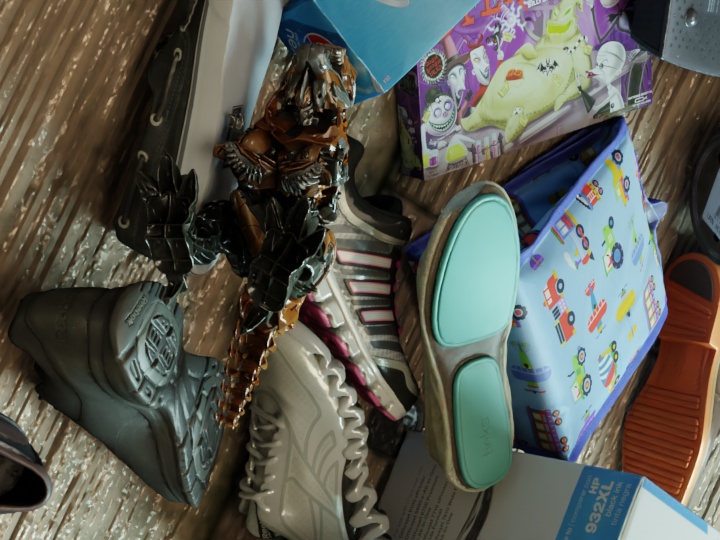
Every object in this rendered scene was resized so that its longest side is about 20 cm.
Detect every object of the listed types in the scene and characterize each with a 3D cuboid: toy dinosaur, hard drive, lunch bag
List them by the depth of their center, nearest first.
[{"bbox_3d":[-0.042,-0.018,1.021,0.136,0.101,0.202,-12,96,-71],"label":"toy dinosaur"},{"bbox_3d":[0.141,0.004,1.262,0.200,0.094,0.152,-39,123,-34],"label":"lunch bag"},{"bbox_3d":[0.252,-0.196,1.287,0.199,0.042,0.137,-1,101,-47],"label":"hard drive"}]

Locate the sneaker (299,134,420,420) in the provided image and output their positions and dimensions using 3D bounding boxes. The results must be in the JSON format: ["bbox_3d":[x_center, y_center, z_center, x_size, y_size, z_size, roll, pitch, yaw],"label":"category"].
[{"bbox_3d":[0.000,0.000,1.144,0.087,0.074,0.201,-37,120,-16],"label":"sneaker"}]

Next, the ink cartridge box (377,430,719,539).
[{"bbox_3d":[0.125,0.177,1.217,0.145,0.199,0.084,35,71,-40],"label":"ink cartridge box"}]

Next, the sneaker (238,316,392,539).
[{"bbox_3d":[-0.038,0.113,1.158,0.080,0.075,0.202,-25,119,-20],"label":"sneaker"}]

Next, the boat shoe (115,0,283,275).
[{"bbox_3d":[-0.090,-0.099,1.048,0.069,0.056,0.202,-7,111,-71],"label":"boat shoe"}]

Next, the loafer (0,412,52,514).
[{"bbox_3d":[-0.245,0.086,0.983,0.199,0.063,0.073,17,93,-41],"label":"loafer"}]

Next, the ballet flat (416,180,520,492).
[{"bbox_3d":[0.055,0.037,1.147,0.067,0.062,0.202,-12,115,-26],"label":"ballet flat"}]

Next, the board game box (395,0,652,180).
[{"bbox_3d":[0.106,-0.140,1.216,0.199,0.032,0.121,-20,112,-32],"label":"board game box"}]

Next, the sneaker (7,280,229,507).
[{"bbox_3d":[-0.130,0.064,1.066,0.201,0.090,0.077,72,30,-53],"label":"sneaker"}]

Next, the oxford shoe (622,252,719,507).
[{"bbox_3d":[0.242,0.091,1.375,0.072,0.071,0.202,7,99,-44],"label":"oxford shoe"}]

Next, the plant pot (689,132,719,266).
[{"bbox_3d":[0.338,-0.049,1.351,0.198,0.187,0.189,-2,107,-24],"label":"plant pot"}]

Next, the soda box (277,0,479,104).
[{"bbox_3d":[0.043,-0.182,1.105,0.200,0.064,0.068,-46,105,-24],"label":"soda box"}]
